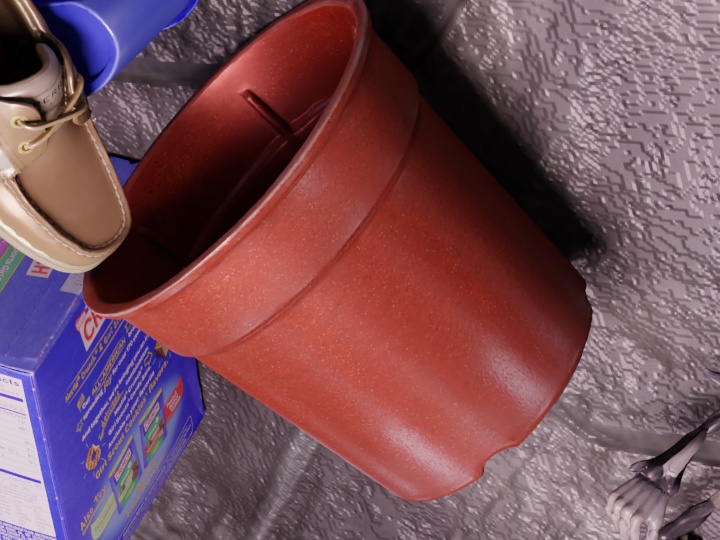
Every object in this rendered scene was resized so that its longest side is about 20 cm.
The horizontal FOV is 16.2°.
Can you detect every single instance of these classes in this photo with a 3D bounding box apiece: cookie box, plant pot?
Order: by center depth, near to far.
[{"bbox_3d":[0.000,0.000,1.262,0.195,0.201,0.200,40,141,-22],"label":"plant pot"},{"bbox_3d":[-0.163,0.061,1.436,0.075,0.172,0.201,13,136,18],"label":"cookie box"}]

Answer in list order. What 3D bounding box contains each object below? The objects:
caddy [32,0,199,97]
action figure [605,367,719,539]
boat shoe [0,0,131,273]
[{"bbox_3d":[-0.167,-0.163,1.261,0.199,0.105,0.142,-6,124,40],"label":"caddy"},{"bbox_3d":[0.196,0.134,1.323,0.119,0.102,0.200,36,143,15],"label":"action figure"},{"bbox_3d":[-0.168,-0.084,1.195,0.066,0.074,0.200,-10,123,49],"label":"boat shoe"}]
